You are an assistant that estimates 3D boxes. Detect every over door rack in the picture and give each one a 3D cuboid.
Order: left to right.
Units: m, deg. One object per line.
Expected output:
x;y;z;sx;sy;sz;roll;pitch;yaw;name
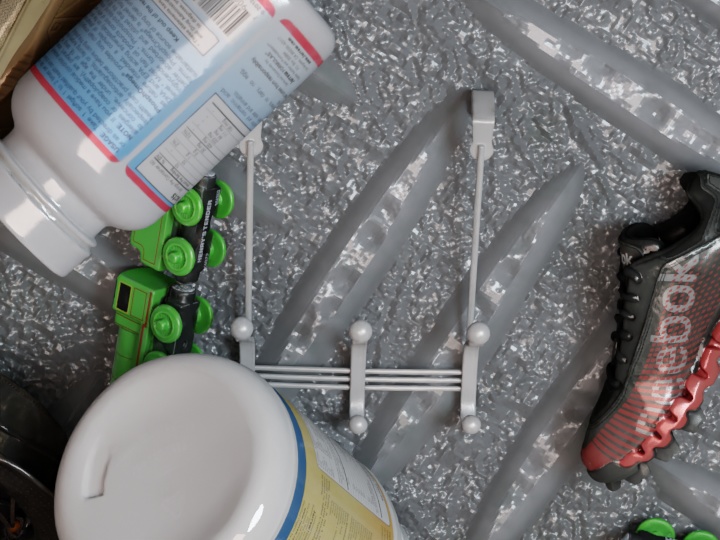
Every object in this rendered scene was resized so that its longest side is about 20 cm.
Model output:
0.000;0.000;1.560;0.147;0.067;0.201;1;107;-2;over door rack

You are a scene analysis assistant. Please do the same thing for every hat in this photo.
-0.228;0.099;1.570;0.200;0.201;0.081;25;64;-8;hat

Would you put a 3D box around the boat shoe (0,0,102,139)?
-0.209;-0.121;1.529;0.072;0.072;0.200;43;112;19;boat shoe

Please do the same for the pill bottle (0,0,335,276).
-0.118;-0.094;1.493;0.200;0.109;0.109;-43;103;1;pill bottle

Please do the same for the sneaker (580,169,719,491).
0.172;0.028;1.569;0.098;0.071;0.201;30;102;-10;sneaker

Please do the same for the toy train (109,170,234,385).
-0.116;0.031;1.575;0.056;0.042;0.201;24;112;31;toy train

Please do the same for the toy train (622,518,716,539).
0.245;0.199;1.631;0.199;0.042;0.057;15;115;-5;toy train

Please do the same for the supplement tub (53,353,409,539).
-0.064;0.146;1.522;0.144;0.145;0.200;-33;144;9;supplement tub
